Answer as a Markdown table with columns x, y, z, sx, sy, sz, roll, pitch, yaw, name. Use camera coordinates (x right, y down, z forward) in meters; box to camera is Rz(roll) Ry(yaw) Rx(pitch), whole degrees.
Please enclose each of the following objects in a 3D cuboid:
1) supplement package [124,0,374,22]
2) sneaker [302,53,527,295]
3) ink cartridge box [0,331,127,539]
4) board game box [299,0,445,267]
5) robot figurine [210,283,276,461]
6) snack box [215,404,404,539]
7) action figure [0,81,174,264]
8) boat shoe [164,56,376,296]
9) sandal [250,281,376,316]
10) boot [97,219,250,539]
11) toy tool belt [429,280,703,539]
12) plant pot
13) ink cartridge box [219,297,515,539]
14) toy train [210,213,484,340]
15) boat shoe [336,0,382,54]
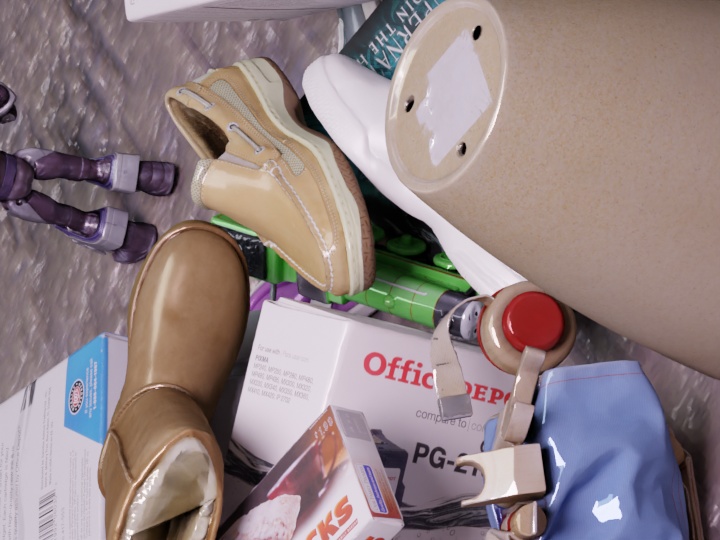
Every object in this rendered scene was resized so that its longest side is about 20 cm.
| x | y | z | sx | sy | sz | roll | pitch | yaw | name |
| --- | --- | --- | --- | --- | --- | --- | --- | --- | --- |
| -0.024 | -0.203 | 1.409 | 0.200 | 0.120 | 0.121 | -7 | 89 | 47 | supplement package |
| 0.056 | -0.062 | 1.416 | 0.200 | 0.075 | 0.089 | 45 | 104 | 23 | sneaker |
| -0.184 | 0.147 | 1.737 | 0.200 | 0.086 | 0.147 | -34 | 50 | 48 | ink cartridge box |
| 0.048 | -0.088 | 1.468 | 0.135 | 0.028 | 0.200 | 53 | 128 | 14 | board game box |
| -0.049 | 0.107 | 1.516 | 0.170 | 0.113 | 0.200 | 129 | 143 | -61 | robot figurine |
| -0.053 | 0.157 | 1.319 | 0.200 | 0.024 | 0.072 | -49 | 44 | 30 | snack box |
| -0.227 | -0.058 | 1.777 | 0.069 | 0.200 | 0.130 | 9 | 85 | 58 | action figure |
| -0.055 | -0.045 | 1.448 | 0.200 | 0.076 | 0.072 | -126 | 32 | -52 | boat shoe |
| -0.021 | -0.004 | 1.579 | 0.203 | 0.050 | 0.083 | -48 | 43 | 34 | sandal |
| -0.091 | 0.072 | 1.376 | 0.200 | 0.066 | 0.175 | -126 | 48 | -79 | boot |
| 0.103 | 0.093 | 1.262 | 0.123 | 0.125 | 0.200 | 126 | 135 | -76 | toy tool belt |
| 0.119 | -0.059 | 1.248 | 0.187 | 0.200 | 0.188 | -28 | 55 | 49 | plant pot |
| 0.005 | 0.127 | 1.397 | 0.084 | 0.145 | 0.200 | 12 | 88 | 56 | ink cartridge box |
| 0.000 | 0.000 | 1.477 | 0.200 | 0.056 | 0.042 | 17 | 116 | 34 | toy train |
| -0.003 | -0.182 | 1.605 | 0.062 | 0.073 | 0.200 | -40 | 51 | 37 | boat shoe |
